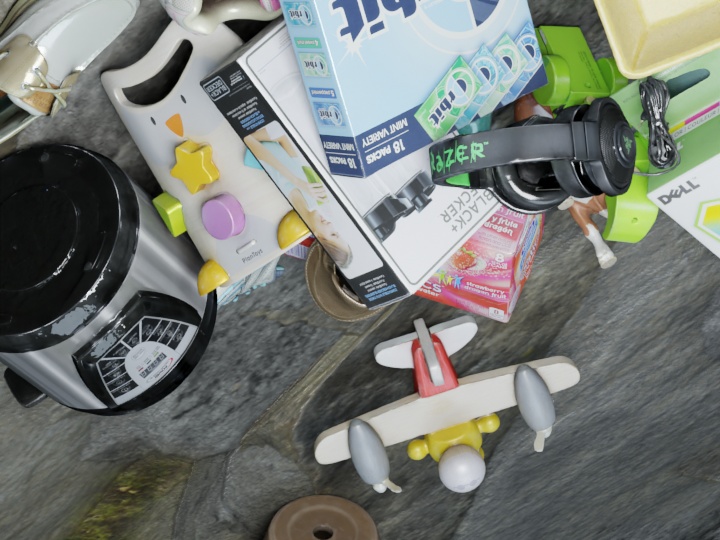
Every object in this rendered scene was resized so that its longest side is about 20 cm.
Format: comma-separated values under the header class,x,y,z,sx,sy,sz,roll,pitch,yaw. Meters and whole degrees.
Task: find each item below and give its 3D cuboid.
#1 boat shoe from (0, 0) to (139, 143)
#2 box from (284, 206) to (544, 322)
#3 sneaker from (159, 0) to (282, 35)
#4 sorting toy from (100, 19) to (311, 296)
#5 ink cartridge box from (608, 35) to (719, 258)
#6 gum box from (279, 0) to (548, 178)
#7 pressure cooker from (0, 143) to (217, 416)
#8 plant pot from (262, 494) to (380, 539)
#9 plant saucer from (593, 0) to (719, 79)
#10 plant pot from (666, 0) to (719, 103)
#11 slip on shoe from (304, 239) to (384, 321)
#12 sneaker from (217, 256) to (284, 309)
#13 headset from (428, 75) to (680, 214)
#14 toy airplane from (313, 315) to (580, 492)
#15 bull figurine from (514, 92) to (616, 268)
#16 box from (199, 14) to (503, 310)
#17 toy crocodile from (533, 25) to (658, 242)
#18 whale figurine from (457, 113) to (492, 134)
class,x,y,z,sx,sy,sz,roll,pitch,yaw
boat shoe,-0.231,-0.139,1.498,0.200,0.069,0.075,-34,144,24
box,0.039,-0.049,1.653,0.199,0.096,0.100,17,149,12
sneaker,-0.054,-0.218,1.440,0.199,0.089,0.081,-28,147,5
sorting toy,-0.105,-0.093,1.546,0.200,0.180,0.107,-30,-171,43
ink cartridge box,0.277,-0.070,1.539,0.200,0.060,0.104,38,133,-26
gum box,0.028,-0.187,1.407,0.169,0.044,0.201,-29,111,-31
pressure cooker,-0.206,0.014,1.648,0.175,0.180,0.200,-1,155,24
plant pot,-0.039,0.334,2.216,0.199,0.201,0.175,-7,130,-15
plant saucer,0.240,-0.260,1.472,0.199,0.201,0.048,-21,-173,6
plant pot,0.294,-0.170,1.601,0.199,0.201,0.196,-21,140,6
slip on shoe,0.000,0.000,1.598,0.076,0.061,0.200,29,151,-8
sneaker,-0.110,0.003,1.764,0.086,0.078,0.200,9,139,-40
headset,0.138,-0.090,1.442,0.199,0.095,0.123,0,173,-35
toy airplane,0.083,0.137,1.995,0.198,0.142,0.200,12,138,-37
bull figurine,0.180,-0.079,1.726,0.065,0.122,0.200,-33,147,12
box,-0.003,-0.088,1.465,0.117,0.200,0.060,-42,-168,-32
toy crocodile,0.177,-0.109,1.614,0.067,0.201,0.062,-5,142,-27
whale figurine,0.030,-0.141,1.541,0.159,0.104,0.200,44,113,-9
